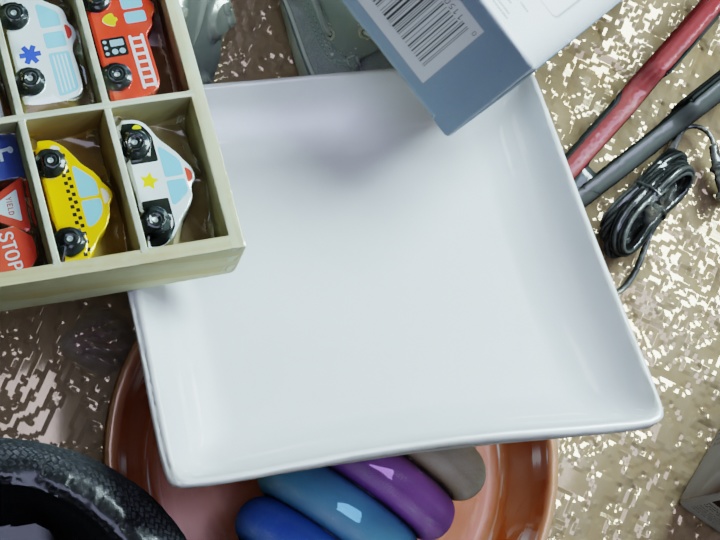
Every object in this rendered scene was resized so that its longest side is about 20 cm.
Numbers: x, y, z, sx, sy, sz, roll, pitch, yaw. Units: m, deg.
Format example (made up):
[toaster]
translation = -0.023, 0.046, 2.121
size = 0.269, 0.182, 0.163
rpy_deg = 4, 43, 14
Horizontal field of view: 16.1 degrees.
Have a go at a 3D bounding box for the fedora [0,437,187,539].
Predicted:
[fedora]
translation = -0.143, 0.168, 0.971
size = 0.199, 0.092, 0.202
rpy_deg = 2, 76, -8

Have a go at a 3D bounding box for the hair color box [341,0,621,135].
[hair color box]
translation = 0.072, -0.147, 1.093
size = 0.099, 0.061, 0.200
rpy_deg = 52, 41, -2

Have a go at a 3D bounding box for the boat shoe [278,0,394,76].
[boat shoe]
translation = 0.000, -0.125, 1.114
size = 0.070, 0.072, 0.201
rpy_deg = -25, 87, -17

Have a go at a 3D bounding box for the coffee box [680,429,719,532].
[coffee box]
translation = 0.227, 0.065, 1.073
size = 0.080, 0.200, 0.115
rpy_deg = 34, 75, -6

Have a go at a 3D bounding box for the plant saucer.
[plant saucer]
translation = -0.013, 0.083, 1.097
size = 0.199, 0.032, 0.201
rpy_deg = 3, 80, -15

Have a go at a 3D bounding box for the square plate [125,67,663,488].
[square plate]
translation = 0.000, 0.000, 1.027
size = 0.199, 0.029, 0.199
rpy_deg = -6, 52, -15

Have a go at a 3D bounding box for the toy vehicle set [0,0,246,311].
[toy vehicle set]
translation = -0.131, -0.084, 1.004
size = 0.124, 0.027, 0.201
rpy_deg = -10, 69, -17

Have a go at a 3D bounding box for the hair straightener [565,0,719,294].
[hair straightener]
translation = 0.143, -0.054, 1.154
size = 0.077, 0.041, 0.200
rpy_deg = 44, 73, -3

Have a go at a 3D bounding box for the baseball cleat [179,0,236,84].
[baseball cleat]
translation = -0.102, -0.145, 1.103
size = 0.106, 0.070, 0.201
rpy_deg = 13, 92, 24

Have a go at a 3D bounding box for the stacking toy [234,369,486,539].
[stacking toy]
translation = -0.034, 0.139, 1.029
size = 0.085, 0.085, 0.200
rpy_deg = 35, 79, -6
